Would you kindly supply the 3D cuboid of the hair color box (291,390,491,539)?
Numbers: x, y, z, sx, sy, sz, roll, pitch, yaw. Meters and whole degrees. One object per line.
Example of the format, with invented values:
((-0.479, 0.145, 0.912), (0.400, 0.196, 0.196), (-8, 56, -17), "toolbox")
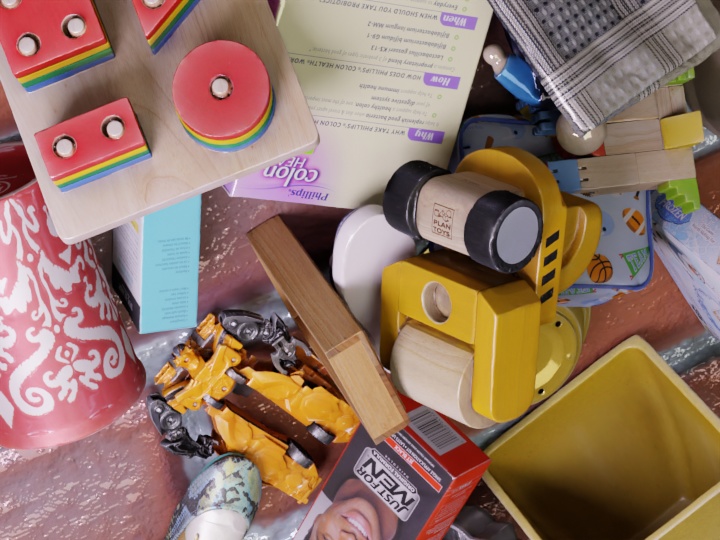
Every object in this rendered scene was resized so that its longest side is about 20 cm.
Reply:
((0.019, 0.207, 1.634), (0.061, 0.101, 0.201), (-19, 144, -50), "hair color box")

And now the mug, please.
((-0.270, 0.023, 1.429), (0.177, 0.133, 0.201), (-21, 119, -14), "mug")

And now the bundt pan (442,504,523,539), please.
((0.093, 0.294, 1.708), (0.076, 0.201, 0.203), (-33, 134, -50), "bundt pan")

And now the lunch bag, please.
((0.152, -0.054, 1.578), (0.199, 0.075, 0.161), (3, 78, -27), "lunch bag")

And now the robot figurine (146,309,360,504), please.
((-0.088, 0.110, 1.596), (0.145, 0.058, 0.200), (-48, 125, 5), "robot figurine")

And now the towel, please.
((0.180, -0.221, 1.453), (0.200, 0.035, 0.193), (-34, 90, -36), "towel")

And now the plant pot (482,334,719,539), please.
((0.259, 0.223, 1.737), (0.195, 0.194, 0.200), (-38, 134, -1), "plant pot")

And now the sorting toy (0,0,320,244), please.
((-0.155, -0.150, 1.337), (0.198, 0.070, 0.201), (-21, 81, -2), "sorting toy")

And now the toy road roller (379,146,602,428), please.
((0.105, 0.006, 1.445), (0.145, 0.123, 0.201), (-12, 114, -40), "toy road roller")

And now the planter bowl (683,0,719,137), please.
((0.387, -0.174, 1.609), (0.199, 0.135, 0.201), (-10, 120, -18), "planter bowl")

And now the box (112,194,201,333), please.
((-0.156, -0.060, 1.461), (0.049, 0.082, 0.201), (-7, 119, -21), "box")

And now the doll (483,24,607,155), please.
((0.152, -0.187, 1.478), (0.136, 0.048, 0.201), (-11, 79, -19), "doll")

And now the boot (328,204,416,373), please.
((0.000, 0.000, 1.525), (0.073, 0.090, 0.200), (-32, 143, -13), "boot")

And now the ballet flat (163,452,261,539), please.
((-0.134, 0.240, 1.605), (0.074, 0.074, 0.200), (8, 130, -27), "ballet flat")

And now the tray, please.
((-0.027, 0.042, 1.500), (0.037, 0.200, 0.099), (-31, 124, -4), "tray")

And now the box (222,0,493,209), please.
((-0.012, -0.157, 1.465), (0.175, 0.097, 0.201), (5, 113, -26), "box")

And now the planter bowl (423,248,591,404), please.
((0.130, 0.057, 1.648), (0.199, 0.083, 0.202), (-11, 120, -19), "planter bowl")

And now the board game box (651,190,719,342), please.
((0.327, 0.025, 1.648), (0.043, 0.199, 0.200), (-38, 125, 0), "board game box")

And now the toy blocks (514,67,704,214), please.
((0.188, -0.138, 1.535), (0.136, 0.100, 0.201), (-6, 85, -14), "toy blocks")
